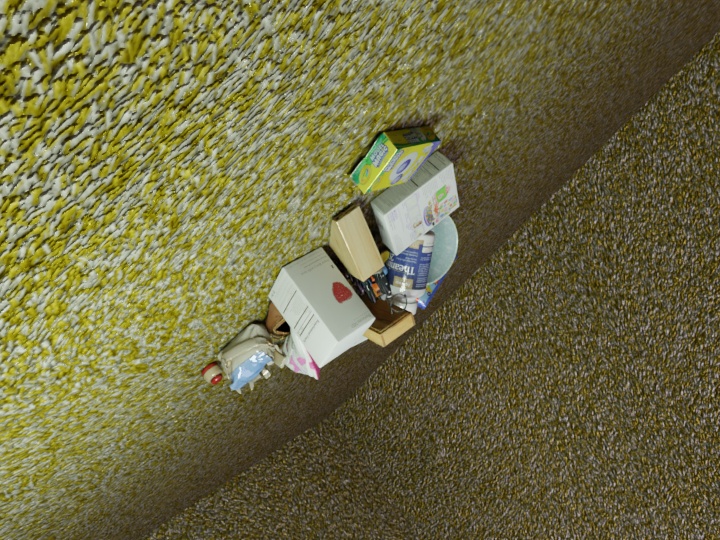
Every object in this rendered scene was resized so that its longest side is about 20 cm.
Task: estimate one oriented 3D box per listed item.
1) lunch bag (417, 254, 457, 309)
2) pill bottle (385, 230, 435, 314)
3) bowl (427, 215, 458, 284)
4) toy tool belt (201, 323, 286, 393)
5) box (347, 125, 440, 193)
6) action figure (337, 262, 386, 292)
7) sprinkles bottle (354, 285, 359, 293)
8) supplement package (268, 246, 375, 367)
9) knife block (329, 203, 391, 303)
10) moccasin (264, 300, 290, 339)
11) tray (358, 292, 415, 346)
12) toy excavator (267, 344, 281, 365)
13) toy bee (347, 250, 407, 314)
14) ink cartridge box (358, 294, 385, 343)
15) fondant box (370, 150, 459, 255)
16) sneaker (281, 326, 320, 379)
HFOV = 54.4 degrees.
[{"bbox_3d":[0.152,0.001,1.914,0.201,0.149,0.095,-53,177,-35],"label":"lunch bag"},{"bbox_3d":[0.112,-0.002,1.697,0.110,0.109,0.206,-14,116,-61],"label":"pill bottle"},{"bbox_3d":[0.147,-0.074,1.823,0.198,0.203,0.107,-36,-151,-14],"label":"bowl"},{"bbox_3d":[-0.272,0.228,1.642,0.199,0.124,0.125,-42,167,10],"label":"toy tool belt"},{"bbox_3d":[0.063,-0.211,1.327,0.198,0.049,0.118,-21,156,-52],"label":"box"},{"bbox_3d":[0.000,0.000,1.792,0.198,0.148,0.137,11,107,-49],"label":"action figure"},{"bbox_3d":[-0.036,0.082,1.955,0.198,0.069,0.069,-28,163,-41],"label":"sprinkles bottle"},{"bbox_3d":[-0.085,0.078,1.510,0.120,0.201,0.120,-29,164,-38],"label":"supplement package"},{"bbox_3d":[0.008,-0.024,1.495,0.063,0.177,0.201,-35,166,-17],"label":"knife block"},{"bbox_3d":[-0.180,0.123,1.659,0.073,0.078,0.202,-33,165,-27],"label":"moccasin"},{"bbox_3d":[0.029,0.109,1.640,0.098,0.038,0.198,-32,-150,-24],"label":"tray"},{"bbox_3d":[-0.157,0.201,1.972,0.198,0.101,0.194,-34,167,15],"label":"toy excavator"},{"bbox_3d":[0.021,0.022,1.642,0.128,0.205,0.109,-14,167,-10],"label":"toy bee"},{"bbox_3d":[0.014,0.136,1.873,0.144,0.085,0.198,-31,176,40],"label":"ink cartridge box"},{"bbox_3d":[0.126,-0.149,1.573,0.198,0.058,0.146,-37,143,-11],"label":"fondant box"},{"bbox_3d":[-0.146,0.185,1.634,0.203,0.086,0.083,83,13,-47],"label":"sneaker"}]
